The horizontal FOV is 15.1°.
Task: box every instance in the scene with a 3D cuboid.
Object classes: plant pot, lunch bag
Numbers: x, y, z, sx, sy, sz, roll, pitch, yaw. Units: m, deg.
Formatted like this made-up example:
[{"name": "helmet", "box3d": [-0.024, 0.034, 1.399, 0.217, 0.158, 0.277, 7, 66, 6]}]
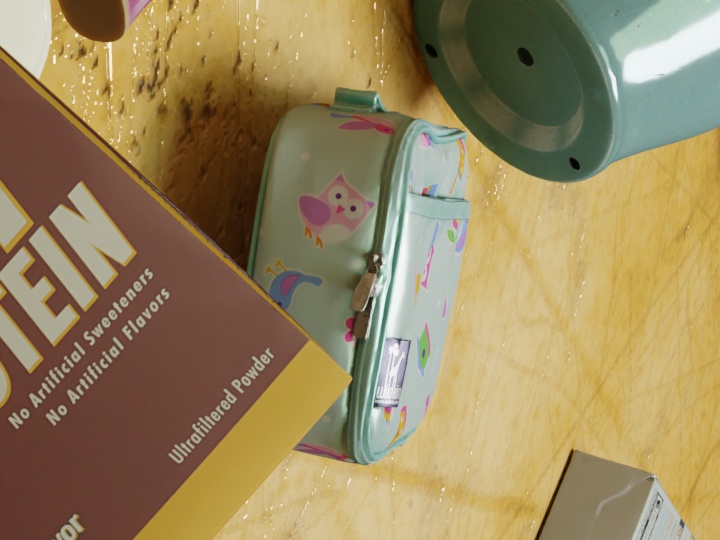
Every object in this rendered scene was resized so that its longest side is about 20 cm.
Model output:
[{"name": "plant pot", "box3d": [0.133, -0.146, 1.364, 0.188, 0.200, 0.201, -38, 138, -29]}, {"name": "lunch bag", "box3d": [0.000, 0.000, 1.234, 0.200, 0.077, 0.161, -12, 114, -81]}]

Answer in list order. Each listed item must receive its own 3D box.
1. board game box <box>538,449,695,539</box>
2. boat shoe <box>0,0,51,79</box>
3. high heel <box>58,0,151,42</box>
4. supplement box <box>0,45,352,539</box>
[{"name": "board game box", "box3d": [0.161, 0.224, 1.745, 0.148, 0.064, 0.200, -65, 151, -17]}, {"name": "boat shoe", "box3d": [-0.178, -0.057, 0.917, 0.202, 0.060, 0.072, -43, 128, -49]}, {"name": "high heel", "box3d": [-0.088, -0.189, 1.022, 0.096, 0.067, 0.201, -57, 147, -43]}, {"name": "supplement box", "box3d": [-0.139, -0.009, 0.740, 0.197, 0.200, 0.133, 43, 89, -23]}]
